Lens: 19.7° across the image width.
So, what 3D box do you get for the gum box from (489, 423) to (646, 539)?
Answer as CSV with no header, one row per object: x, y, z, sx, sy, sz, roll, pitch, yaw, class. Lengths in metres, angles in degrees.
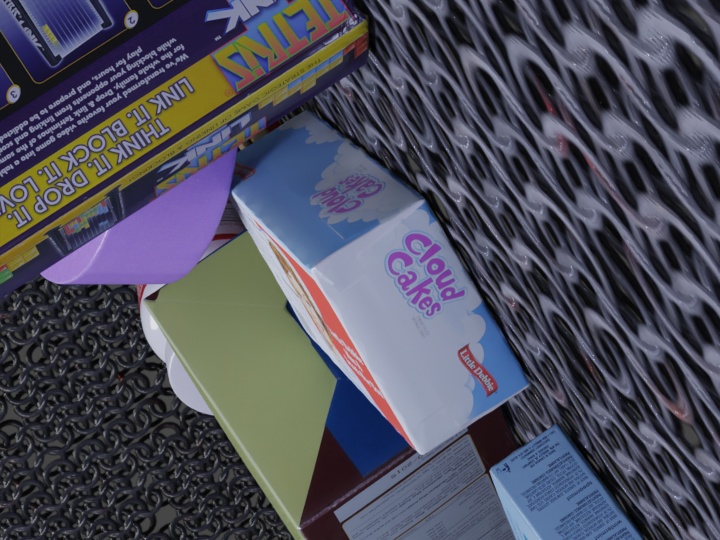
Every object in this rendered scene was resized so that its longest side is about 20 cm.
0.145,0.191,1.005,0.200,0.044,0.170,54,174,30,gum box

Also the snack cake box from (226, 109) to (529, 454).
0.000,0.000,1.060,0.115,0.067,0.200,61,173,-24,snack cake box

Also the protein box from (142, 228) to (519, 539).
-0.001,0.095,1.247,0.199,0.135,0.200,51,172,37,protein box

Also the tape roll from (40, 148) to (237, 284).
-0.135,-0.093,1.140,0.200,0.065,0.202,-4,86,62,tape roll

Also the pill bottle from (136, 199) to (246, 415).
-0.098,0.000,1.412,0.201,0.112,0.113,-104,-11,-49,pill bottle

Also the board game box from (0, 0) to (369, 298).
-0.122,-0.105,0.840,0.166,0.199,0.057,56,172,10,board game box

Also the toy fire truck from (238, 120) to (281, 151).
-0.065,-0.078,1.264,0.201,0.049,0.141,59,173,-20,toy fire truck
